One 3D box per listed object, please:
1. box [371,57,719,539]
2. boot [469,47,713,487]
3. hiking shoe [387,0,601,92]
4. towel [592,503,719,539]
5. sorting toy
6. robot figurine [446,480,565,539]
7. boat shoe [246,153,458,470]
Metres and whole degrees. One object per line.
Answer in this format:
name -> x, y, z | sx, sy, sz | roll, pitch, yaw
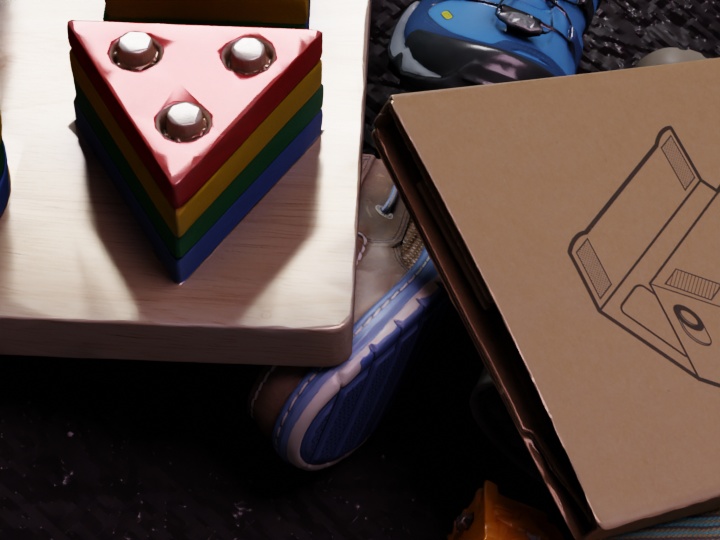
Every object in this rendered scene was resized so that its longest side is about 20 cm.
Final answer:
box -> 0.117, 0.002, 0.916 | 0.199, 0.021, 0.164 | -9, 62, -36
boot -> 0.145, 0.021, 0.999 | 0.181, 0.073, 0.200 | 24, 41, -2
hiking shoe -> 0.060, -0.113, 1.020 | 0.074, 0.087, 0.200 | 21, 23, -1
towel -> 0.120, 0.043, 0.916 | 0.146, 0.022, 0.201 | 3, 55, -28
sorting toy -> -0.097, -0.069, 0.898 | 0.198, 0.070, 0.200 | 2, 48, 1
robot figurine -> 0.071, 0.167, 0.838 | 0.144, 0.058, 0.201 | 20, 45, -12
boat shoe -> 0.000, 0.000, 0.946 | 0.072, 0.072, 0.200 | 32, 34, 8
